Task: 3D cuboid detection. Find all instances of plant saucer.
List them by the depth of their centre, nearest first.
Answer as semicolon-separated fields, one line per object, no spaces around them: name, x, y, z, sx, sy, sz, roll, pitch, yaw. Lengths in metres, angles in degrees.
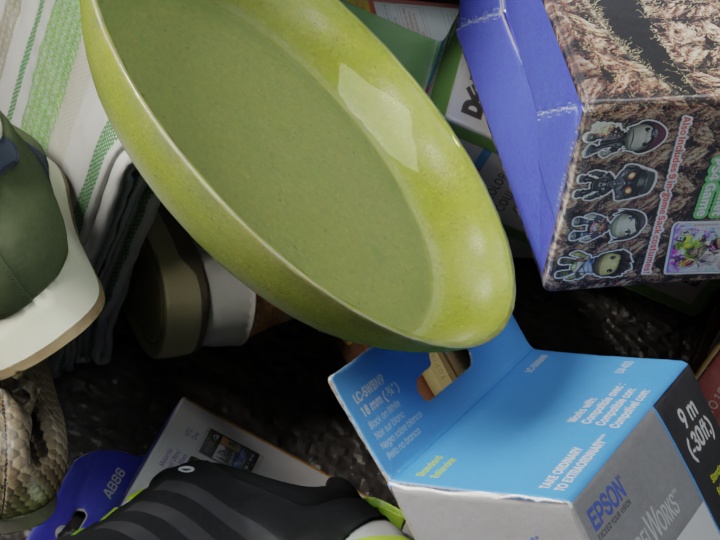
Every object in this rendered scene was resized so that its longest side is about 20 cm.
plant saucer;-0.026;-0.046;0.718;0.200;0.031;0.200;37;27;-23

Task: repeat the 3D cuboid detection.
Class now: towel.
towel;-0.116;-0.078;0.798;0.031;0.149;0.200;-1;54;-25

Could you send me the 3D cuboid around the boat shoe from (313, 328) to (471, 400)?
boat shoe;0.000;0.000;0.832;0.072;0.068;0.200;-4;60;-55

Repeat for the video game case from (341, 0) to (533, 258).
video game case;-0.002;-0.069;0.928;0.200;0.017;0.143;2;54;-22

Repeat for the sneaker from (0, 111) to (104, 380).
sneaker;-0.146;-0.041;0.698;0.067;0.090;0.200;-34;29;-6

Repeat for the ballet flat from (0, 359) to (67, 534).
ballet flat;-0.140;0.025;0.723;0.067;0.046;0.200;-3;25;-17

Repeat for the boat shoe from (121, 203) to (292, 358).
boat shoe;-0.078;-0.048;0.828;0.068;0.075;0.200;-8;53;-23

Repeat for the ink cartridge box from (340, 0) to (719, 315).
ink cartridge box;0.080;-0.069;0.911;0.200;0.059;0.104;22;50;-6

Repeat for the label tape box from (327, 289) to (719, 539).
label tape box;0.086;0.094;0.731;0.200;0.063;0.144;63;30;-5

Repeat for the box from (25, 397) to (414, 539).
box;-0.026;0.131;0.747;0.200;0.041;0.119;29;48;-3

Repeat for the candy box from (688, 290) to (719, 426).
candy box;0.206;-0.013;0.910;0.056;0.117;0.200;31;49;4

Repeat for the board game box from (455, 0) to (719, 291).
board game box;0.156;-0.087;0.820;0.200;0.097;0.159;-4;47;-12

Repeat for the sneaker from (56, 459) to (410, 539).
sneaker;-0.068;0.107;0.689;0.200;0.072;0.083;1;35;-32
